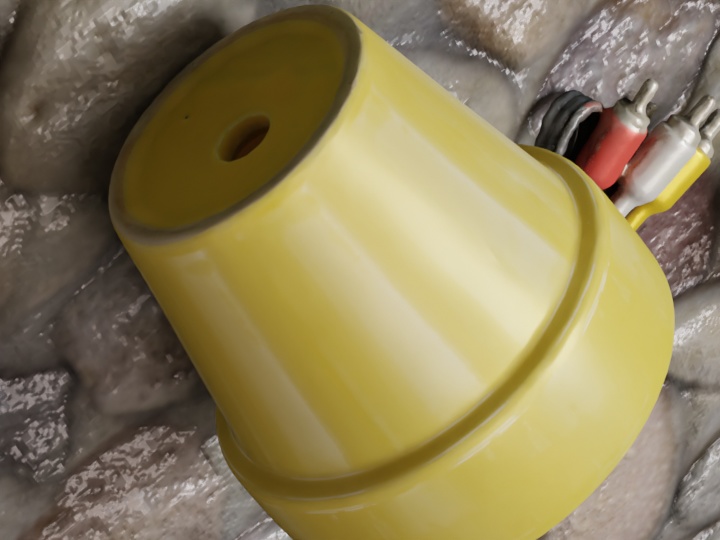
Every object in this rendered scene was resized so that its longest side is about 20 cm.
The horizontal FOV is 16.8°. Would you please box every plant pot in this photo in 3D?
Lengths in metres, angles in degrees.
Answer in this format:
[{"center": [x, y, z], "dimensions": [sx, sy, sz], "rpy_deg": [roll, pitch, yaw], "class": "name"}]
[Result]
[{"center": [0.000, 0.000, 1.017], "dimensions": [0.201, 0.201, 0.189], "rpy_deg": [-46, 124, -6], "class": "plant pot"}]

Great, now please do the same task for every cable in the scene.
[{"center": [0.103, -0.009, 1.195], "dimensions": [0.097, 0.050, 0.200], "rpy_deg": [17, 105, -46], "class": "cable"}]
